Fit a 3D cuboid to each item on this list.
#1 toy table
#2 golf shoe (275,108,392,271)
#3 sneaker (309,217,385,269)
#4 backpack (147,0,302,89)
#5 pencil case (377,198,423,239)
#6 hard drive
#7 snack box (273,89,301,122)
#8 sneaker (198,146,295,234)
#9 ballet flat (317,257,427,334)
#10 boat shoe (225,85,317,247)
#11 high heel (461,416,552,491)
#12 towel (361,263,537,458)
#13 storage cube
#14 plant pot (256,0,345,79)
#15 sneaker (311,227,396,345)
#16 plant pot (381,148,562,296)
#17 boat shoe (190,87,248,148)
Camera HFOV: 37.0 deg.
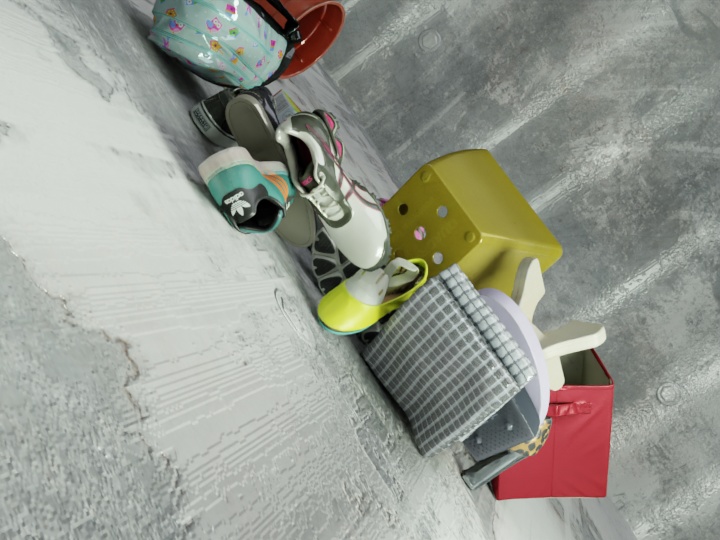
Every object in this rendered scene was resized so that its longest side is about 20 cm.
[{"bbox_3d":[0.203,0.095,1.359,0.182,0.117,0.203,21,-50,37],"label":"toy table"},{"bbox_3d":[-0.037,-0.084,1.225,0.202,0.077,0.088,61,31,3],"label":"golf shoe"},{"bbox_3d":[0.000,0.000,1.480,0.201,0.070,0.080,54,6,-7],"label":"sneaker"},{"bbox_3d":[-0.180,-0.303,1.359,0.164,0.129,0.200,18,-1,15],"label":"backpack"},{"bbox_3d":[0.051,-0.068,1.757,0.091,0.093,0.200,56,10,9],"label":"pencil case"},{"bbox_3d":[0.133,0.130,1.333,0.042,0.135,0.201,-32,87,-38],"label":"hard drive"},{"bbox_3d":[-0.079,-0.187,1.787,0.202,0.053,0.142,61,11,31],"label":"snack box"},{"bbox_3d":[-0.112,-0.073,1.163,0.081,0.071,0.200,65,13,9],"label":"sneaker"},{"bbox_3d":[0.020,0.021,1.285,0.067,0.068,0.199,39,29,23],"label":"ballet flat"},{"bbox_3d":[-0.093,-0.126,1.287,0.063,0.072,0.202,-52,125,-50],"label":"boat shoe"},{"bbox_3d":[0.153,0.176,1.415,0.201,0.142,0.072,53,8,-12],"label":"high heel"},{"bbox_3d":[0.094,0.112,1.259,0.085,0.200,0.166,-32,77,-37],"label":"towel"},{"bbox_3d":[0.272,0.218,1.607,0.200,0.168,0.183,-100,-171,-72],"label":"storage cube"},{"bbox_3d":[-0.167,-0.534,2.205,0.196,0.201,0.201,48,7,16],"label":"plant pot"},{"bbox_3d":[-0.011,0.023,1.389,0.202,0.080,0.083,61,-9,-30],"label":"sneaker"},{"bbox_3d":[0.120,-0.043,1.473,0.201,0.200,0.175,55,22,23],"label":"plant pot"},{"bbox_3d":[-0.154,-0.194,1.364,0.071,0.063,0.200,55,9,-2],"label":"boat shoe"}]
